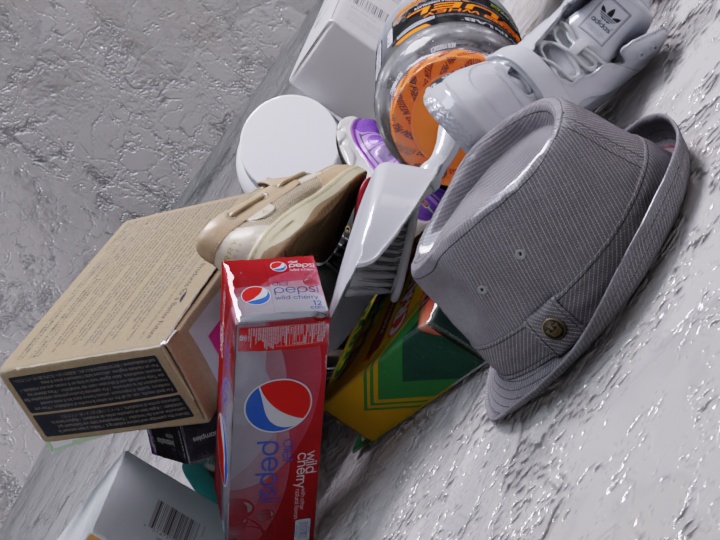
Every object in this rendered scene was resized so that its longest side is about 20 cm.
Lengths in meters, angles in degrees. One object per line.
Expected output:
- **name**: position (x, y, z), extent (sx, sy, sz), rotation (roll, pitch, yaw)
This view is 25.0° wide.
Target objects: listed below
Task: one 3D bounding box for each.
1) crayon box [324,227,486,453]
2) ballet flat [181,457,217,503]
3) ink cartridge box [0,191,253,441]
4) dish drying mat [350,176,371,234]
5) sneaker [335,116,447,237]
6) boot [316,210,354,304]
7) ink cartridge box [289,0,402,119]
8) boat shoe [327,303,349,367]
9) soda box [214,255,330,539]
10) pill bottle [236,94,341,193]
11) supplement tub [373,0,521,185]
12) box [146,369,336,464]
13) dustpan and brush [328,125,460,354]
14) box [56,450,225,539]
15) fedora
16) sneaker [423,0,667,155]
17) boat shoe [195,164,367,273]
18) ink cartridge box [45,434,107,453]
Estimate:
- **crayon box**: position (0.039, 0.034, 1.086), extent (0.200, 0.051, 0.128), rotation (-44, 19, 55)
- **ballet flat**: position (-0.091, 0.164, 1.314), extent (0.072, 0.071, 0.200), rotation (-60, 13, -13)
- **ink cartridge box**: position (-0.146, 0.032, 1.207), extent (0.164, 0.076, 0.200), rotation (-9, 31, 33)
- **dish drying mat**: position (0.000, 0.000, 1.241), extent (0.200, 0.018, 0.078), rotation (97, 174, -71)
- **sneaker**: position (0.034, -0.069, 1.307), extent (0.083, 0.081, 0.200), rotation (-19, 32, -6)
- **boot**: position (-0.014, -0.017, 1.417), extent (0.201, 0.077, 0.138), rotation (-61, 16, -10)
- **ink cartridge box**: position (0.028, -0.216, 1.566), extent (0.083, 0.146, 0.201), rotation (-50, 12, 33)
- **boat shoe**: position (-0.054, 0.049, 1.304), extent (0.201, 0.073, 0.064), rotation (176, 100, -72)
- **soda box**: position (-0.061, 0.090, 1.080), extent (0.070, 0.063, 0.201), rotation (-109, 20, -52)
- **pill bottle**: position (-0.059, -0.094, 1.566), extent (0.116, 0.115, 0.200), rotation (-59, -8, -9)
- **supplement tub**: position (0.071, -0.141, 1.236), extent (0.123, 0.122, 0.200), rotation (-54, 12, 18)
- **box**: position (-0.084, 0.110, 1.249), extent (0.142, 0.036, 0.200), rotation (-16, 2, -16)
- **dustpan and brush**: position (0.030, -0.044, 1.081), extent (0.140, 0.057, 0.201), rotation (114, 173, -61)
- **box**: position (-0.194, 0.263, 1.300), extent (0.200, 0.124, 0.098), rotation (-51, 13, 34)
- **fedora**: position (0.091, -0.020, 0.894), extent (0.200, 0.090, 0.178), rotation (-46, 16, 49)
- **sneaker**: position (0.117, -0.128, 0.993), extent (0.115, 0.075, 0.200), rotation (-49, -14, 26)
- **boat shoe**: position (-0.051, -0.042, 1.153), extent (0.072, 0.064, 0.200), rotation (-68, -12, 23)
- **ink cartridge box**: position (-0.153, 0.068, 1.310), extent (0.198, 0.048, 0.146), rotation (-18, 18, 16)
